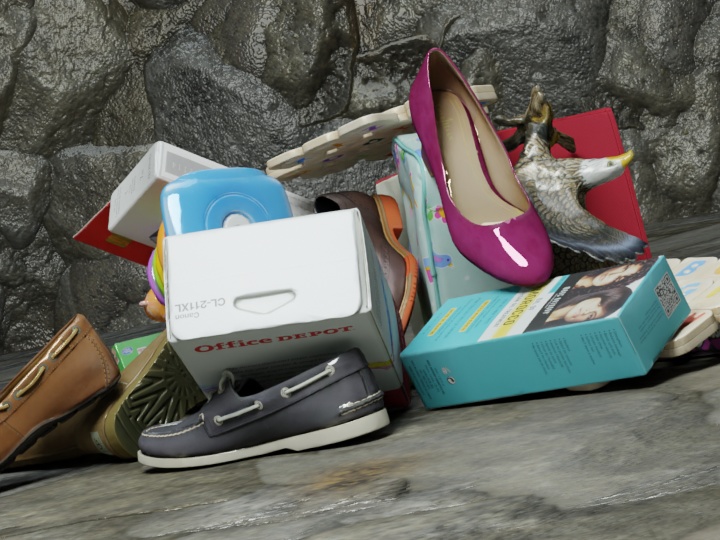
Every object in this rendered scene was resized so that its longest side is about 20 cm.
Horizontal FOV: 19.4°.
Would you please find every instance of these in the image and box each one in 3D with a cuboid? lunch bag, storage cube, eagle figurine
[{"bbox_3d":[0.081,-0.022,1.724,0.076,0.202,0.160,-10,13,-3],"label":"lunch bag"},{"bbox_3d":[0.142,-0.037,1.968,0.179,0.202,0.171,-13,-4,-27],"label":"storage cube"},{"bbox_3d":[0.173,-0.052,1.790,0.151,0.201,0.151,4,-31,-30],"label":"eagle figurine"}]

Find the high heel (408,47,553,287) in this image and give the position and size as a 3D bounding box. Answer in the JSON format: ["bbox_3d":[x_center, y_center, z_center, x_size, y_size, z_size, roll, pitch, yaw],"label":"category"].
[{"bbox_3d":[0.086,-0.075,1.553,0.067,0.097,0.200,-21,45,-17],"label":"high heel"}]

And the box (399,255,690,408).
[{"bbox_3d":[0.129,0.046,1.497,0.199,0.049,0.082,-13,23,41],"label":"box"}]

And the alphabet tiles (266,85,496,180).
[{"bbox_3d":[0.016,-0.117,1.807,0.199,0.015,0.195,-23,-8,35],"label":"alphabet tiles"}]

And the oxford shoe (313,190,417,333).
[{"bbox_3d":[0.000,0.000,1.726,0.072,0.072,0.200,12,27,-16],"label":"oxford shoe"}]

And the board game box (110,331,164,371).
[{"bbox_3d":[-0.167,0.088,1.982,0.199,0.029,0.135,-13,-19,-35],"label":"board game box"}]

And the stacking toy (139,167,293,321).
[{"bbox_3d":[-0.138,-0.001,1.778,0.115,0.111,0.200,-5,-18,-27],"label":"stacking toy"}]

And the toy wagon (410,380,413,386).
[{"bbox_3d":[-0.033,0.091,1.726,0.154,0.040,0.200,-11,3,10],"label":"toy wagon"}]

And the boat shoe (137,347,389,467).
[{"bbox_3d":[-0.074,0.097,1.485,0.199,0.063,0.073,-12,5,27],"label":"boat shoe"}]

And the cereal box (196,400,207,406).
[{"bbox_3d":[-0.087,0.068,1.897,0.198,0.040,0.144,-13,-22,-24],"label":"cereal box"}]

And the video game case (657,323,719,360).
[{"bbox_3d":[0.285,0.032,1.617,0.199,0.036,0.180,-14,4,-44],"label":"video game case"}]

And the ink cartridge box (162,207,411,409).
[{"bbox_3d":[-0.050,0.039,1.521,0.144,0.084,0.200,-8,-24,6],"label":"ink cartridge box"}]

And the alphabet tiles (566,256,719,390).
[{"bbox_3d":[0.194,0.034,1.547,0.195,0.015,0.199,-33,17,-32],"label":"alphabet tiles"}]

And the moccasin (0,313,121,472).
[{"bbox_3d":[-0.278,0.107,1.584,0.201,0.078,0.074,-36,10,-8],"label":"moccasin"}]

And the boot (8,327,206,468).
[{"bbox_3d":[-0.206,0.093,1.704,0.199,0.066,0.175,-9,25,47],"label":"boot"}]

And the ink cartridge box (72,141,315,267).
[{"bbox_3d":[-0.132,-0.022,1.859,0.199,0.045,0.176,21,-39,-25],"label":"ink cartridge box"}]
